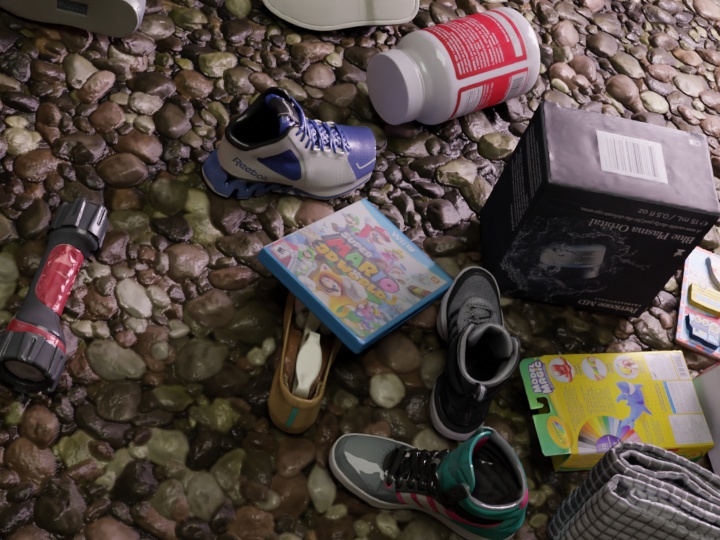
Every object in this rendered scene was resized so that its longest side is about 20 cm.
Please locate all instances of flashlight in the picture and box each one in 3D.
[{"bbox_3d":[-0.292,0.019,1.124,0.067,0.068,0.202,17,54,-5],"label":"flashlight"}]

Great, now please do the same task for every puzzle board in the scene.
[{"bbox_3d":[0.470,0.059,1.380,0.198,0.017,0.152,22,53,-3],"label":"puzzle board"}]

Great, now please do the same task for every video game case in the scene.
[{"bbox_3d":[0.000,0.000,1.223,0.143,0.018,0.200,43,34,13],"label":"video game case"}]

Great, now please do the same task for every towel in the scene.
[{"bbox_3d":[0.291,0.252,1.099,0.198,0.166,0.086,22,47,-3],"label":"towel"}]

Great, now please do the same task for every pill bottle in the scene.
[{"bbox_3d":[0.110,-0.242,1.406,0.199,0.113,0.113,-21,65,-29],"label":"pill bottle"}]

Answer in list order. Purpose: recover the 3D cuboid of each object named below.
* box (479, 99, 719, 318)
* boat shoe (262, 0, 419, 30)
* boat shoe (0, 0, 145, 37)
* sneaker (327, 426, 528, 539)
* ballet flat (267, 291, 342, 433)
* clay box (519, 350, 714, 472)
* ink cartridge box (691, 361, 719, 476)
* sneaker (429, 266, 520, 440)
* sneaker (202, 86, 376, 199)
[{"bbox_3d":[0.254,-0.061,1.274,0.194,0.201,0.118,10,53,-11],"label":"box"},{"bbox_3d":[-0.028,-0.340,1.473,0.197,0.074,0.062,1,13,-9],"label":"boat shoe"},{"bbox_3d":[-0.345,-0.327,1.351,0.199,0.071,0.072,17,36,-6],"label":"boat shoe"},{"bbox_3d":[0.073,0.188,1.095,0.198,0.121,0.084,21,53,-3],"label":"sneaker"},{"bbox_3d":[-0.046,0.067,1.175,0.068,0.063,0.202,14,53,-9],"label":"ballet flat"},{"bbox_3d":[0.262,0.147,1.232,0.198,0.048,0.116,-1,57,-17],"label":"clay box"},{"bbox_3d":[0.473,0.165,1.259,0.198,0.085,0.147,-4,67,-22],"label":"ink cartridge box"},{"bbox_3d":[0.124,0.066,1.195,0.075,0.114,0.202,16,57,-7],"label":"sneaker"},{"bbox_3d":[-0.068,-0.140,1.276,0.197,0.115,0.081,-7,60,-22],"label":"sneaker"}]
